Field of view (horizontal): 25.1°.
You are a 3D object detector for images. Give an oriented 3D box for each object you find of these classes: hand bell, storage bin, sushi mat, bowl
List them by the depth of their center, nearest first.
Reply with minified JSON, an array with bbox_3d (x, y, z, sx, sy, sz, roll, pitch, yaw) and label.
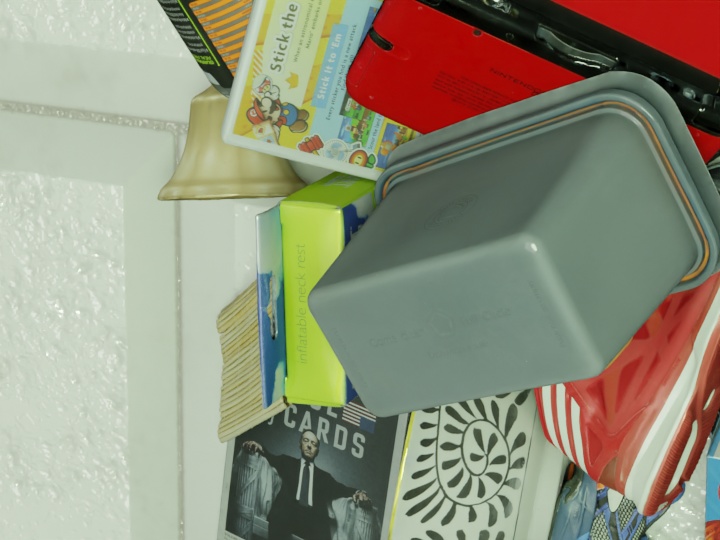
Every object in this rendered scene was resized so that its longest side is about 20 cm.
[{"bbox_3d":[0.077,0.007,0.855,0.199,0.134,0.146,-15,112,42],"label":"storage bin"},{"bbox_3d":[0.077,0.122,1.009,0.093,0.201,0.203,12,110,6],"label":"bowl"},{"bbox_3d":[-0.072,0.055,1.065,0.200,0.012,0.097,143,126,-70],"label":"sushi mat"},{"bbox_3d":[-0.086,-0.149,1.076,0.103,0.104,0.203,-1,91,26],"label":"hand bell"}]

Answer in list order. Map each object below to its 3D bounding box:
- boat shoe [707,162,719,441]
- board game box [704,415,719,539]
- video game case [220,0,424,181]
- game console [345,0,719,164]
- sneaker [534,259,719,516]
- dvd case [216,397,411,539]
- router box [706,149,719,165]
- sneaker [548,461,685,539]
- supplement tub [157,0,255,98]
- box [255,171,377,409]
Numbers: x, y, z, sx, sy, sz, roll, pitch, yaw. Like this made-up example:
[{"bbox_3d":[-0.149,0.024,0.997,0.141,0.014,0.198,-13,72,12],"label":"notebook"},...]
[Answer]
[{"bbox_3d":[0.226,0.038,0.968,0.071,0.068,0.202,-1,104,26],"label":"boat shoe"},{"bbox_3d":[0.302,0.189,0.950,0.198,0.056,0.198,9,125,24],"label":"board game box"},{"bbox_3d":[0.030,-0.145,0.920,0.180,0.023,0.202,13,115,-10],"label":"video game case"},{"bbox_3d":[0.115,-0.143,0.889,0.198,0.120,0.173,23,147,-6],"label":"game console"},{"bbox_3d":[0.160,0.027,0.919,0.115,0.078,0.202,28,101,27],"label":"sneaker"},{"bbox_3d":[-0.030,0.137,1.137,0.149,0.025,0.202,20,113,31],"label":"dvd case"},{"bbox_3d":[0.163,-0.154,0.947,0.149,0.062,0.201,-34,88,29],"label":"router box"},{"bbox_3d":[0.171,0.114,1.025,0.078,0.075,0.202,13,117,11],"label":"sneaker"},{"bbox_3d":[-0.068,-0.188,0.972,0.121,0.123,0.201,-15,122,29],"label":"supplement tub"},{"bbox_3d":[0.000,0.000,0.993,0.047,0.200,0.123,5,107,22],"label":"box"}]
